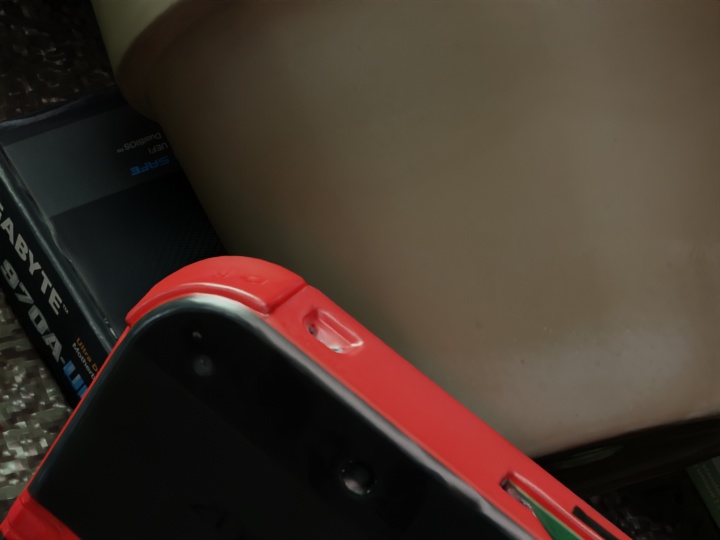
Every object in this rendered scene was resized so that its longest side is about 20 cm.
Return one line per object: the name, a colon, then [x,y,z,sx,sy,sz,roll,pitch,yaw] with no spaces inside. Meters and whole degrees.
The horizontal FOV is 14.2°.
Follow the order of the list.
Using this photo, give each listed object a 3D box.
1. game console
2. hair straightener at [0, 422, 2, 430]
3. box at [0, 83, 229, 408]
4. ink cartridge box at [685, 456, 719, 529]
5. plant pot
game console: [-0.009,0.113,0.743,0.200,0.177,0.031,38,26,11]
hair straightener: [-0.163,0.063,0.747,0.077,0.041,0.200,56,33,-11]
box: [0.000,0.000,0.891,0.200,0.046,0.159,-20,65,-29]
ink cartridge box: [0.179,0.060,0.790,0.048,0.200,0.146,-27,87,-32]
plant pot: [0.041,-0.027,0.794,0.199,0.200,0.174,-10,77,-24]
